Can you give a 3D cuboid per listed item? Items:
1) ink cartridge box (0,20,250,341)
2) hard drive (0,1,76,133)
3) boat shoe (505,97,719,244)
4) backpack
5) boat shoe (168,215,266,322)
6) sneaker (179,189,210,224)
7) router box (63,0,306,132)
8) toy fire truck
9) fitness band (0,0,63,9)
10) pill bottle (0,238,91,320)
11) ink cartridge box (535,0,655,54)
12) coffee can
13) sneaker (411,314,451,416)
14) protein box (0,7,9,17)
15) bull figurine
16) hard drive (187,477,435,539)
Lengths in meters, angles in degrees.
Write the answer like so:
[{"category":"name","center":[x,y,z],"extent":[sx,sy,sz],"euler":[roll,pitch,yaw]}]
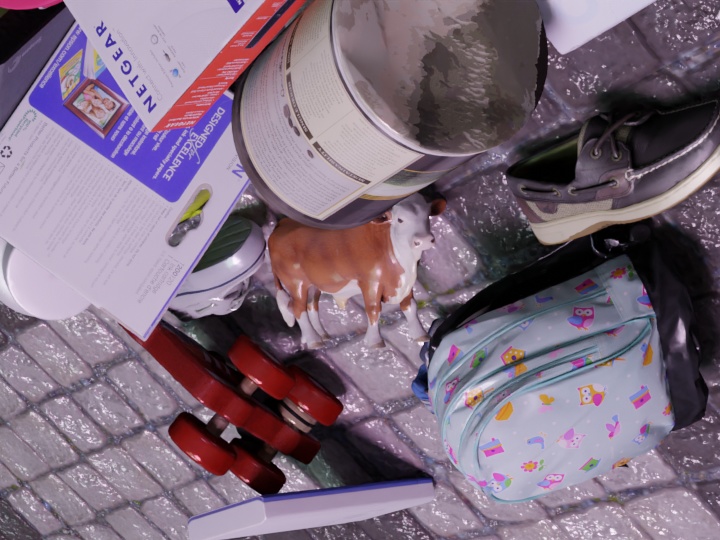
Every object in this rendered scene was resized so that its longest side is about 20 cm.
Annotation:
[{"category":"ink cartridge box","center":[-0.187,-0.077,1.181],"extent":[0.199,0.199,0.043],"euler":[34,178,13]},{"category":"hard drive","center":[-0.276,-0.149,1.226],"extent":[0.033,0.140,0.201],"euler":[34,143,4]},{"category":"boat shoe","center":[0.171,-0.074,1.018],"extent":[0.066,0.072,0.200],"euler":[42,147,-16]},{"category":"backpack","center":[0.147,0.077,1.092],"extent":[0.198,0.127,0.168],"euler":[-20,123,-1]},{"category":"boat shoe","center":[-0.126,0.004,1.338],"extent":[0.067,0.074,0.199],"euler":[44,155,-19]},{"category":"sneaker","center":[-0.164,-0.082,1.281],"extent":[0.199,0.074,0.084],"euler":[-26,91,49]},{"category":"router box","center":[-0.125,-0.226,0.991],"extent":[0.179,0.049,0.201],"euler":[-43,75,31]},{"category":"toy fire truck","center":[-0.123,0.109,1.398],"extent":[0.168,0.112,0.200],"euler":[40,-178,38]},{"category":"fitness band","center":[-0.227,-0.274,1.096],"extent":[0.198,0.037,0.145],"euler":[-19,99,30]},{"category":"pill bottle","center":[-0.281,-0.025,1.313],"extent":[0.111,0.111,0.200],"euler":[56,173,-24]},{"category":"ink cartridge box","center":[0.120,-0.243,0.897],"extent":[0.200,0.047,0.160],"euler":[45,142,-15]},{"category":"coffee can","center":[0.013,-0.121,0.992],"extent":[0.146,0.147,0.200],"euler":[43,156,-9]},{"category":"sneaker","center":[0.090,0.069,1.230],"extent":[0.085,0.077,0.201],"euler":[36,142,6]},{"category":"protein box","center":[-0.409,-0.162,1.267],"extent":[0.199,0.199,0.135],"euler":[29,143,7]},{"category":"bull figurine","center":[0.000,0.000,1.218],"extent":[0.199,0.065,0.123],"euler":[-1,97,48]},{"category":"hard drive","center":[-0.046,0.226,1.423],"extent":[0.131,0.198,0.026],"euler":[-25,70,48]}]
